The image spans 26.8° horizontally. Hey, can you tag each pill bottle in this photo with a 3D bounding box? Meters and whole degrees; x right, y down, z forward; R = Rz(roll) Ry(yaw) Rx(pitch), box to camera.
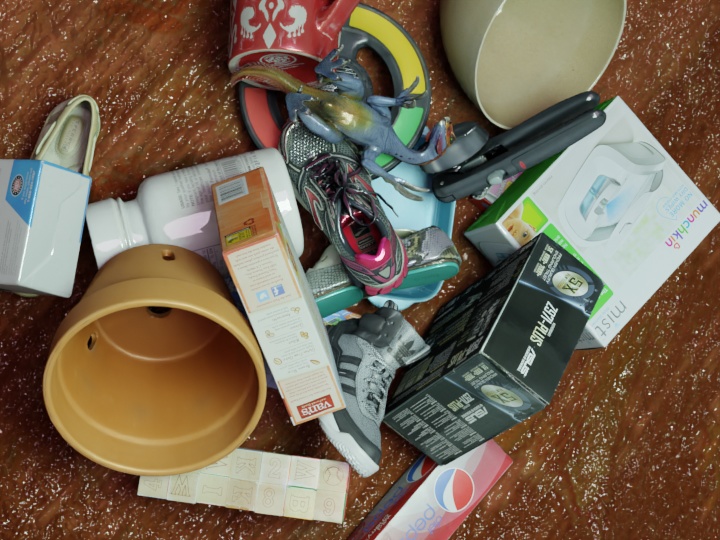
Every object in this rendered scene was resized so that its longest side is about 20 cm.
[{"bbox_3d":[-0.164,-0.044,1.484,0.199,0.114,0.115,-14,91,-8],"label":"pill bottle"}]

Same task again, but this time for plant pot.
[{"bbox_3d":[0.160,-0.266,1.582,0.199,0.134,0.201,-23,135,-25],"label":"plant pot"},{"bbox_3d":[-0.188,0.070,1.400,0.199,0.140,0.201,-3,124,-4],"label":"plant pot"}]

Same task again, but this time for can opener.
[{"bbox_3d":[0.157,-0.125,1.542,0.199,0.079,0.064,-19,58,18],"label":"can opener"}]

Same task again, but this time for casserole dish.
[{"bbox_3d":[0.036,-0.058,1.593,0.120,0.039,0.201,9,85,-17],"label":"casserole dish"}]

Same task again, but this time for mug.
[{"bbox_3d":[-0.062,-0.296,1.488,0.133,0.177,0.201,11,74,-23],"label":"mug"}]

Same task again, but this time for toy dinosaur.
[{"bbox_3d":[0.007,-0.156,1.483,0.105,0.200,0.181,-58,147,2],"label":"toy dinosaur"}]

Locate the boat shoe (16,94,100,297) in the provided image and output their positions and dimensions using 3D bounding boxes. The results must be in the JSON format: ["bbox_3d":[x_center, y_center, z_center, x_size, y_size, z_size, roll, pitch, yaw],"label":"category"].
[{"bbox_3d":[-0.301,-0.073,1.472,0.073,0.063,0.202,22,80,-15],"label":"boat shoe"}]

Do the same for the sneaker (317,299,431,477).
[{"bbox_3d":[0.013,0.104,1.466,0.113,0.201,0.076,-32,126,12],"label":"sneaker"}]

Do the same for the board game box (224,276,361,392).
[{"bbox_3d":[-0.082,0.072,1.556,0.199,0.019,0.104,20,82,-16],"label":"board game box"}]

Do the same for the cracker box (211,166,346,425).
[{"bbox_3d":[-0.076,0.024,1.398,0.057,0.134,0.201,-20,121,1],"label":"cracker box"}]

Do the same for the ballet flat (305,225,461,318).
[{"bbox_3d":[0.000,0.000,1.529,0.199,0.072,0.072,-18,92,-3],"label":"ballet flat"}]

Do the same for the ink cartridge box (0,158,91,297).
[{"bbox_3d":[-0.352,-0.042,1.419,0.068,0.199,0.117,19,79,-52],"label":"ink cartridge box"}]

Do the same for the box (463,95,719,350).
[{"bbox_3d":[0.244,-0.046,1.587,0.200,0.097,0.177,-44,97,-16],"label":"box"}]

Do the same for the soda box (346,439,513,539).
[{"bbox_3d":[0.065,0.248,1.565,0.063,0.070,0.200,46,75,-12],"label":"soda box"}]

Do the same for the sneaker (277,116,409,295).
[{"bbox_3d":[-0.015,-0.074,1.477,0.080,0.075,0.200,-33,69,-3],"label":"sneaker"}]

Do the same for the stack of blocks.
[{"bbox_3d":[-0.110,0.205,1.487,0.199,0.115,0.059,8,83,1],"label":"stack of blocks"}]

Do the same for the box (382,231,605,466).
[{"bbox_3d":[0.129,0.081,1.492,0.086,0.200,0.164,38,53,-9],"label":"box"}]

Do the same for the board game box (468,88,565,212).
[{"bbox_3d":[0.240,-0.077,1.658,0.200,0.040,0.153,39,76,-12],"label":"board game box"}]

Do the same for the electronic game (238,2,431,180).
[{"bbox_3d":[-0.026,-0.183,1.555,0.198,0.042,0.201,0,78,-2],"label":"electronic game"}]
